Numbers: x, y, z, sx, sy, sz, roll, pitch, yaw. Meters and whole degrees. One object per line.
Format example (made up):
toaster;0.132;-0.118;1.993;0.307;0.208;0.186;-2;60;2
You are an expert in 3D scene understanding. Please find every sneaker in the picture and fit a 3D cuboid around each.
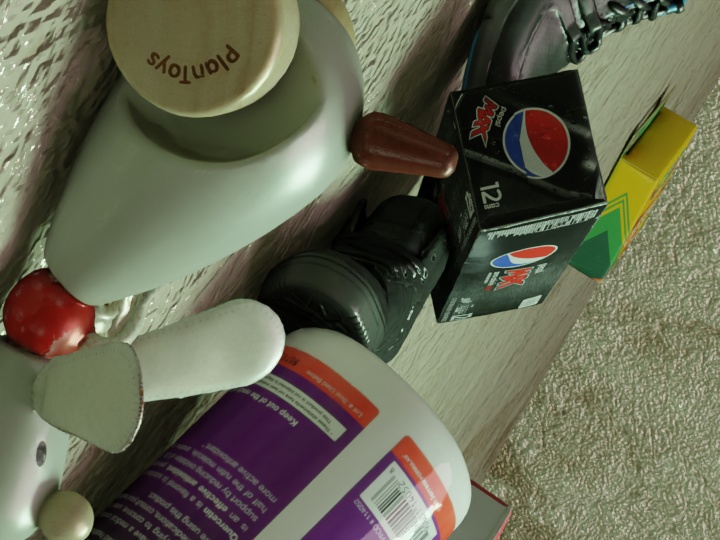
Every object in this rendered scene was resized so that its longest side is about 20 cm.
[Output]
sneaker;0.123;-0.147;0.932;0.201;0.082;0.073;-55;173;-6
sneaker;0.003;0.001;0.882;0.105;0.060;0.200;-63;170;-17

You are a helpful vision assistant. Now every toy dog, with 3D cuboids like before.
toy dog;-0.044;0.000;0.528;0.132;0.096;0.201;-42;161;-56

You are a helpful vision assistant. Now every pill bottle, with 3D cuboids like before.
pill bottle;-0.054;0.125;0.778;0.200;0.112;0.113;-43;166;-19

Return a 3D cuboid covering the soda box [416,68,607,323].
soda box;0.070;-0.032;0.927;0.063;0.071;0.200;-10;167;-6

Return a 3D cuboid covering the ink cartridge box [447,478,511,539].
ink cartridge box;-0.043;0.182;0.946;0.145;0.145;0.201;-47;164;-48

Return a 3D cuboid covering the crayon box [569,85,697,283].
crayon box;0.307;-0.095;2.064;0.127;0.051;0.201;-47;165;-44
